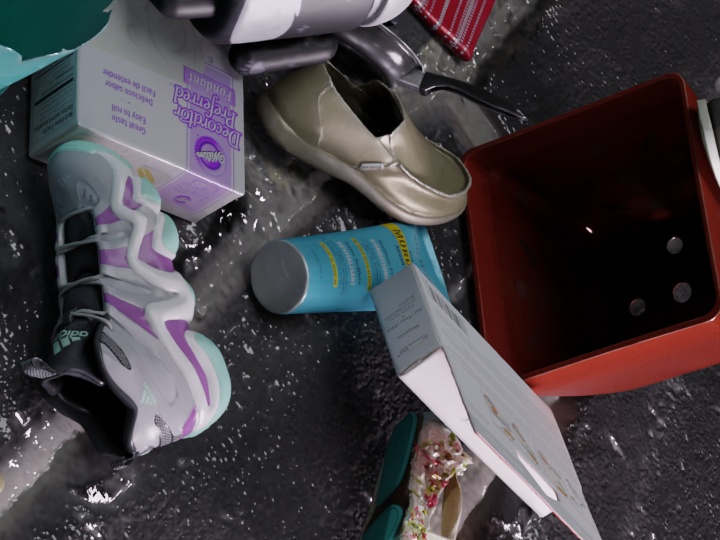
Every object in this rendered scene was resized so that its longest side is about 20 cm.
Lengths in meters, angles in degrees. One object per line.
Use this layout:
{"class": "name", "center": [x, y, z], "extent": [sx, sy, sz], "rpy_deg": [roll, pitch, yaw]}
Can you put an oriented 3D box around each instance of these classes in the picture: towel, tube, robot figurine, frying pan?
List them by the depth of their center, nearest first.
{"class": "robot figurine", "center": [-0.051, -0.216, 1.433], "extent": [0.198, 0.150, 0.126], "rpy_deg": [-10, 72, -25]}
{"class": "tube", "center": [0.000, 0.000, 1.552], "extent": [0.199, 0.050, 0.078], "rpy_deg": [-6, 79, -56]}
{"class": "frying pan", "center": [0.024, -0.148, 1.598], "extent": [0.189, 0.115, 0.031], "rpy_deg": [34, 79, -11]}
{"class": "towel", "center": [0.045, -0.284, 1.768], "extent": [0.200, 0.022, 0.145], "rpy_deg": [46, 43, -21]}

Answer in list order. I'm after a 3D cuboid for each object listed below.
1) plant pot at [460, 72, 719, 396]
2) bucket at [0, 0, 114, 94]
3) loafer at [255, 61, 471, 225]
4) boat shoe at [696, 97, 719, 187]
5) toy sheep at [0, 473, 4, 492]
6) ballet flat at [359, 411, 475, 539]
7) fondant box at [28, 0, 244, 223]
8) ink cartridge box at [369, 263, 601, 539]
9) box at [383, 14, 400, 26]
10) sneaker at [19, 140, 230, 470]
{"class": "plant pot", "center": [0.215, -0.005, 1.686], "extent": [0.176, 0.199, 0.202], "rpy_deg": [27, 50, -51]}
{"class": "bucket", "center": [-0.257, -0.189, 1.291], "extent": [0.206, 0.134, 0.209], "rpy_deg": [24, 53, -37]}
{"class": "loafer", "center": [0.015, -0.094, 1.583], "extent": [0.199, 0.068, 0.076], "rpy_deg": [22, 36, -39]}
{"class": "boat shoe", "center": [0.305, -0.075, 1.634], "extent": [0.201, 0.060, 0.072], "rpy_deg": [47, 34, -53]}
{"class": "toy sheep", "center": [-0.261, 0.062, 1.162], "extent": [0.201, 0.137, 0.139], "rpy_deg": [55, 37, -34]}
{"class": "ballet flat", "center": [0.034, 0.178, 1.462], "extent": [0.064, 0.076, 0.201], "rpy_deg": [34, 47, -12]}
{"class": "fondant box", "center": [-0.148, -0.150, 1.453], "extent": [0.144, 0.058, 0.202], "rpy_deg": [22, 56, -40]}
{"class": "ink cartridge box", "center": [0.093, 0.113, 1.512], "extent": [0.200, 0.043, 0.174], "rpy_deg": [46, 18, -38]}
{"class": "box", "center": [-0.024, -0.313, 1.573], "extent": [0.196, 0.117, 0.201], "rpy_deg": [36, 76, -30]}
{"class": "sneaker", "center": [-0.166, 0.024, 1.323], "extent": [0.140, 0.077, 0.201], "rpy_deg": [-29, 92, -52]}
